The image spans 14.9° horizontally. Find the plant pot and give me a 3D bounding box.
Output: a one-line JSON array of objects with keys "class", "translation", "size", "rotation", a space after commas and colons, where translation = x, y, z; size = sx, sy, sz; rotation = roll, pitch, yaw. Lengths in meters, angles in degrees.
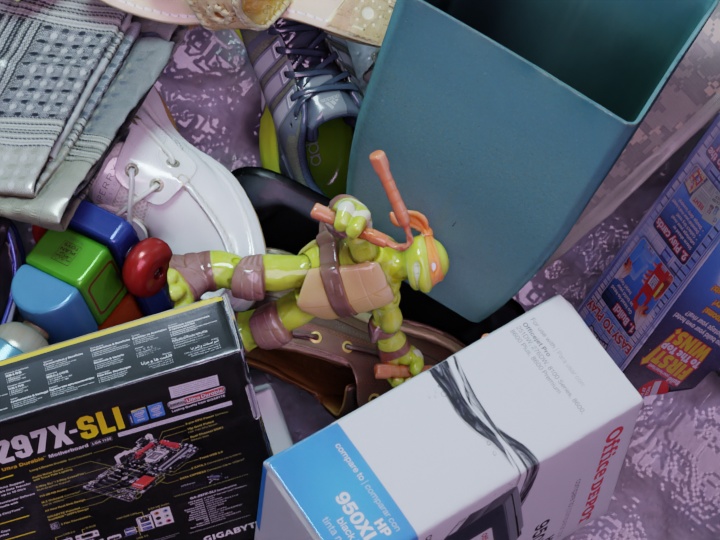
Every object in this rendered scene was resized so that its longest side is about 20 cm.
[{"class": "plant pot", "translation": [0.077, -0.082, 1.517], "size": [0.141, 0.141, 0.200], "rotation": [31, 134, 6]}]

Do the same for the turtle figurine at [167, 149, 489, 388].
[{"class": "turtle figurine", "translation": [-0.020, 0.001, 1.499], "size": [0.160, 0.200, 0.065], "rotation": [-12, 54, 9]}]

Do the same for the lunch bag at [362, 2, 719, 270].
[{"class": "lunch bag", "translation": [0.120, -0.122, 1.627], "size": [0.200, 0.118, 0.164], "rotation": [-43, 96, 12]}]

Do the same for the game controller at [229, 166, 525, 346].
[{"class": "game controller", "translation": [0.000, 0.000, 1.627], "size": [0.199, 0.104, 0.042], "rotation": [27, 56, -13]}]

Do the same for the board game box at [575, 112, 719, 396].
[{"class": "board game box", "translation": [0.227, 0.006, 1.635], "size": [0.200, 0.062, 0.200], "rotation": [-45, 137, 14]}]

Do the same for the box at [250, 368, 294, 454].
[{"class": "box", "translation": [-0.092, 0.179, 1.633], "size": [0.151, 0.106, 0.201], "rotation": [-19, 96, -3]}]

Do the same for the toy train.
[{"class": "toy train", "translation": [-0.151, 0.057, 1.575], "size": [0.084, 0.200, 0.116], "rotation": [25, 65, 28]}]

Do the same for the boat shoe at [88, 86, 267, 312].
[{"class": "boat shoe", "translation": [-0.127, -0.049, 1.585], "size": [0.200, 0.069, 0.071], "rotation": [49, 124, 32]}]

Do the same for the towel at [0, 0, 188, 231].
[{"class": "towel", "translation": [-0.216, -0.115, 1.556], "size": [0.199, 0.193, 0.035], "rotation": [16, 137, 12]}]

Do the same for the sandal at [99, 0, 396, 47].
[{"class": "sandal", "translation": [-0.056, -0.168, 1.532], "size": [0.210, 0.070, 0.078], "rotation": [11, 92, -8]}]

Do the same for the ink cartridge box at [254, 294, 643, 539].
[{"class": "ink cartridge box", "translation": [0.046, 0.119, 1.512], "size": [0.199, 0.145, 0.084], "rotation": [-29, 66, -20]}]

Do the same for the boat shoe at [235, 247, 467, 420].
[{"class": "boat shoe", "translation": [0.002, 0.062, 1.615], "size": [0.199, 0.072, 0.068], "rotation": [28, 55, -14]}]

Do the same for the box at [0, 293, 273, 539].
[{"class": "box", "translation": [-0.148, 0.106, 1.499], "size": [0.199, 0.049, 0.160], "rotation": [-17, 135, -3]}]

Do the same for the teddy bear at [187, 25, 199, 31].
[{"class": "teddy bear", "translation": [-0.092, -0.238, 1.627], "size": [0.200, 0.067, 0.145], "rotation": [-38, 94, -2]}]

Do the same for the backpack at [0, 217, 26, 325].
[{"class": "backpack", "translation": [-0.280, 0.024, 1.583], "size": [0.199, 0.154, 0.191], "rotation": [26, 96, -9]}]

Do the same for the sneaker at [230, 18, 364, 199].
[{"class": "sneaker", "translation": [-0.029, -0.119, 1.609], "size": [0.074, 0.081, 0.201], "rotation": [-23, 116, -15]}]
